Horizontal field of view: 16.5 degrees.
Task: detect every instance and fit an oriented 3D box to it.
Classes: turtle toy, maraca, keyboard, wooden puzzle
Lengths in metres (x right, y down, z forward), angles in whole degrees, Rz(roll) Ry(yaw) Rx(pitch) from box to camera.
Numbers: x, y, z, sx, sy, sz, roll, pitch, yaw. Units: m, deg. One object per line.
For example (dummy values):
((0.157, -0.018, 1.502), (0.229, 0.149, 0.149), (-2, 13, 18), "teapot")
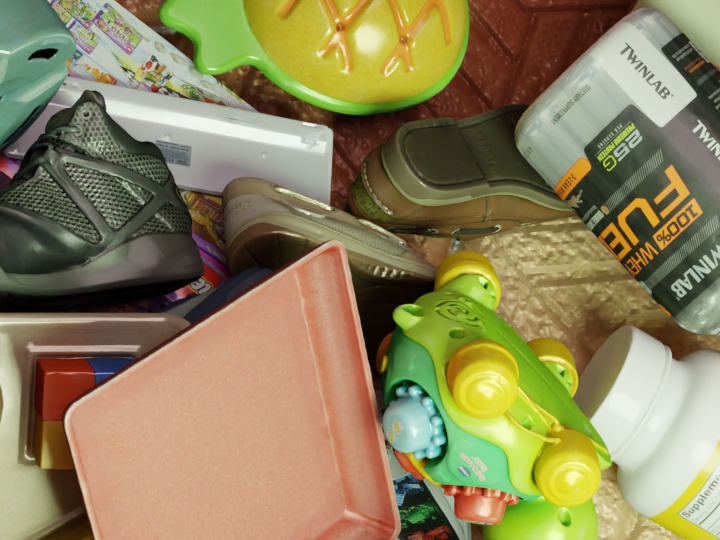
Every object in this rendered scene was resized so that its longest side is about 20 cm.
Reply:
((0.077, 0.093, 1.420), (0.200, 0.101, 0.146), (48, 16, -22), "turtle toy")
((-0.026, -0.164, 1.520), (0.199, 0.107, 0.138), (7, 70, -19), "maraca")
((-0.111, -0.076, 1.466), (0.199, 0.011, 0.057), (10, 73, -18), "keyboard")
((-0.187, 0.116, 1.328), (0.199, 0.046, 0.186), (2, 105, -13), "wooden puzzle")

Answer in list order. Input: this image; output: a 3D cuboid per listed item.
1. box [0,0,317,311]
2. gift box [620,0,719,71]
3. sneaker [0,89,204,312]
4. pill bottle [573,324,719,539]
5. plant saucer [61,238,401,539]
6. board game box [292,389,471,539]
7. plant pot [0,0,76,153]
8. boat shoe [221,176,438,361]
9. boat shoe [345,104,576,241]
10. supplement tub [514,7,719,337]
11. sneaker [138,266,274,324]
((-0.143, -0.072, 1.479), (0.200, 0.039, 0.137), (38, 62, -5), "box")
((0.266, -0.145, 1.593), (0.186, 0.185, 0.200), (32, 65, 1), "gift box")
((-0.188, -0.034, 1.380), (0.198, 0.076, 0.115), (-8, 78, -28), "sneaker")
((0.226, 0.117, 1.513), (0.199, 0.111, 0.112), (31, 63, -8), "pill bottle")
((-0.073, 0.107, 1.341), (0.200, 0.037, 0.201), (-33, 125, -34), "plant saucer")
((-0.033, 0.130, 1.449), (0.199, 0.035, 0.127), (7, 68, -19), "board game box")
((-0.271, -0.146, 1.353), (0.200, 0.200, 0.196), (-37, 80, -28), "plant pot")
((0.000, 0.000, 1.477), (0.199, 0.072, 0.065), (24, 34, -35), "boat shoe")
((0.073, -0.057, 1.544), (0.199, 0.068, 0.072), (3, 58, -42), "boat shoe")
((0.197, -0.049, 1.494), (0.122, 0.123, 0.200), (-40, 84, -28), "supplement tub")
((-0.136, 0.045, 1.394), (0.200, 0.070, 0.082), (-35, 73, -8), "sneaker")
